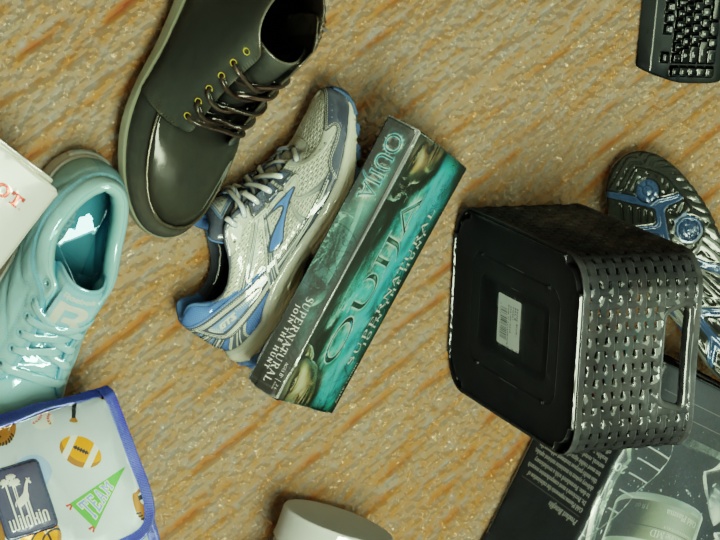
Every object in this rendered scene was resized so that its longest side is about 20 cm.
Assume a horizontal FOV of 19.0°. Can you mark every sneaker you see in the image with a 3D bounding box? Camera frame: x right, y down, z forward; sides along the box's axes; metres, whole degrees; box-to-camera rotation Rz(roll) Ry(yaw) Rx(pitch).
[{"bbox_3d":[0.241,0.002,1.591,0.075,0.077,0.201,-30,95,3],"label":"sneaker"},{"bbox_3d":[-0.064,-0.036,1.451,0.085,0.077,0.201,22,92,-19],"label":"sneaker"},{"bbox_3d":[-0.092,-0.111,1.394,0.075,0.106,0.201,12,97,-36],"label":"sneaker"},{"bbox_3d":[-0.203,0.022,1.400,0.074,0.082,0.201,12,98,-24],"label":"sneaker"}]

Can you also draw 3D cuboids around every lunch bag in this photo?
[{"bbox_3d":[-0.216,0.189,1.407,0.169,0.124,0.201,-18,112,-18],"label":"lunch bag"}]

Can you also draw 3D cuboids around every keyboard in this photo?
[{"bbox_3d":[0.238,-0.234,1.547,0.104,0.040,0.201,-1,102,-23],"label":"keyboard"}]

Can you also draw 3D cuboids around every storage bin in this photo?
[{"bbox_3d":[0.143,0.036,1.482,0.093,0.200,0.136,-3,104,-23],"label":"storage bin"}]

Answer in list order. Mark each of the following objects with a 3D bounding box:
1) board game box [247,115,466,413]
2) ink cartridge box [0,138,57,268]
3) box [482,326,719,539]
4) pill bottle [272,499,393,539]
[{"bbox_3d":[0.000,0.000,1.461,0.028,0.135,0.201,28,91,17],"label":"board game box"},{"bbox_3d":[-0.309,-0.021,1.343,0.146,0.084,0.200,39,86,-26],"label":"ink cartridge box"},{"bbox_3d":[0.227,0.174,1.596,0.199,0.124,0.197,25,94,-26],"label":"box"},{"bbox_3d":[-0.045,0.269,1.509,0.112,0.112,0.201,16,96,-25],"label":"pill bottle"}]
